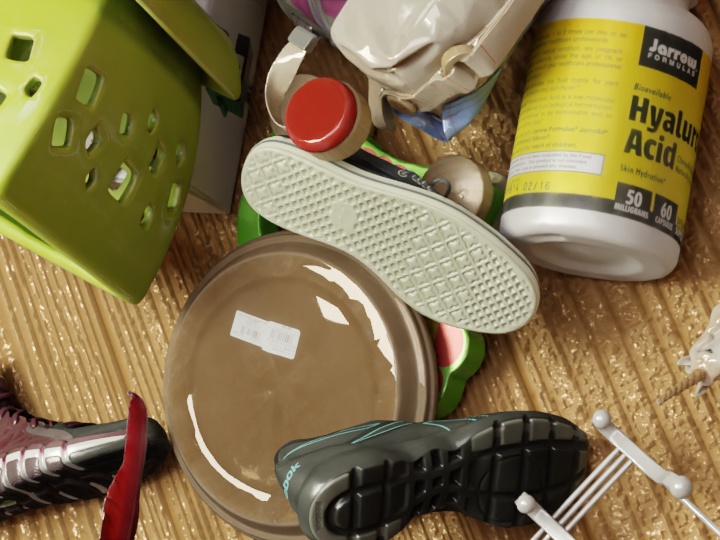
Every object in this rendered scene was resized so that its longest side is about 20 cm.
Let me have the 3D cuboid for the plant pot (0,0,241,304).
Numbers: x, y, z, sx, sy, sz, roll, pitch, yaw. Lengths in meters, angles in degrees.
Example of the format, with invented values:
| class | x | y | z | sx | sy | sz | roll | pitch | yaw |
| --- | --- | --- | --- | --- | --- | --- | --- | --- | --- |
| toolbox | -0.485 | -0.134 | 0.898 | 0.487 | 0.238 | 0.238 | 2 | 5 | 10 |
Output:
| class | x | y | z | sx | sy | sz | roll | pitch | yaw |
| --- | --- | --- | --- | --- | --- | --- | --- | --- | --- |
| plant pot | -0.201 | -0.121 | 1.637 | 0.199 | 0.199 | 0.182 | 28 | 82 | 29 |

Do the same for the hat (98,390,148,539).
| class | x | y | z | sx | sy | sz | roll | pitch | yaw |
| --- | --- | --- | --- | --- | --- | --- | --- | --- | --- |
| hat | -0.120 | 0.218 | 1.621 | 0.165 | 0.176 | 0.201 | 16 | 119 | 23 |

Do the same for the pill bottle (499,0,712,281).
| class | x | y | z | sx | sy | sz | roll | pitch | yaw |
| --- | --- | --- | --- | --- | --- | --- | --- | --- | --- |
| pill bottle | 0.154 | -0.103 | 1.615 | 0.111 | 0.111 | 0.201 | 5 | 76 | 24 |

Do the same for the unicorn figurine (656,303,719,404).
| class | x | y | z | sx | sy | sz | roll | pitch | yaw |
| --- | --- | --- | --- | --- | --- | --- | --- | --- | --- |
| unicorn figurine | 0.252 | -0.008 | 1.573 | 0.137 | 0.074 | 0.201 | -15 | 54 | 29 |

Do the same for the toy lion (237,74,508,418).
| class | x | y | z | sx | sy | sz | roll | pitch | yaw |
| --- | --- | --- | --- | --- | --- | --- | --- | --- | --- |
| toy lion | 0.000 | 0.000 | 1.684 | 0.199 | 0.069 | 0.192 | 30 | 95 | 28 |

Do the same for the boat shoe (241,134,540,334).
| class | x | y | z | sx | sy | sz | roll | pitch | yaw |
| --- | --- | --- | --- | --- | --- | --- | --- | --- | --- |
| boat shoe | 0.024 | -0.028 | 1.607 | 0.199 | 0.062 | 0.075 | 27 | 117 | 14 |

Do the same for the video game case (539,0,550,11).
| class | x | y | z | sx | sy | sz | roll | pitch | yaw |
| --- | --- | --- | --- | --- | --- | --- | --- | --- | --- |
| video game case | 0.091 | -0.270 | 1.745 | 0.182 | 0.022 | 0.200 | -44 | 63 | 5 |

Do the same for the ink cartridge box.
| class | x | y | z | sx | sy | sz | roll | pitch | yaw |
| --- | --- | --- | --- | --- | --- | --- | --- | --- | --- |
| ink cartridge box | -0.149 | -0.143 | 1.773 | 0.145 | 0.084 | 0.201 | 4 | 77 | 26 |

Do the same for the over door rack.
| class | x | y | z | sx | sy | sz | roll | pitch | yaw |
| --- | --- | --- | --- | --- | --- | --- | --- | --- | --- |
| over door rack | 0.161 | 0.196 | 1.523 | 0.200 | 0.067 | 0.148 | 43 | 90 | 17 |

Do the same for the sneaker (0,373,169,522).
| class | x | y | z | sx | sy | sz | roll | pitch | yaw |
| --- | --- | --- | --- | --- | --- | --- | --- | --- | --- |
| sneaker | -0.222 | 0.096 | 1.739 | 0.199 | 0.076 | 0.116 | -17 | 65 | 19 |

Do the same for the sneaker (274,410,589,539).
| class | x | y | z | sx | sy | sz | roll | pitch | yaw |
| --- | --- | --- | --- | --- | --- | --- | --- | --- | --- |
| sneaker | 0.043 | 0.111 | 1.578 | 0.079 | 0.199 | 0.076 | 36 | 126 | 56 |

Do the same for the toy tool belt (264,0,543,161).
| class | x | y | z | sx | sy | sz | roll | pitch | yaw |
| --- | --- | --- | --- | --- | --- | --- | --- | --- | --- |
| toy tool belt | 0.045 | -0.136 | 1.607 | 0.125 | 0.123 | 0.200 | 33 | 88 | 34 |

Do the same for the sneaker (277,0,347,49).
| class | x | y | z | sx | sy | sz | roll | pitch | yaw |
| --- | --- | --- | --- | --- | --- | --- | --- | --- | --- |
| sneaker | -0.003 | -0.181 | 1.728 | 0.088 | 0.081 | 0.201 | -50 | 60 | 47 |

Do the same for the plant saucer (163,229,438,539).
| class | x | y | z | sx | sy | sz | roll | pitch | yaw |
| --- | --- | --- | --- | --- | --- | --- | --- | --- | --- |
| plant saucer | -0.044 | 0.074 | 1.660 | 0.199 | 0.029 | 0.201 | -2 | 87 | 30 |
